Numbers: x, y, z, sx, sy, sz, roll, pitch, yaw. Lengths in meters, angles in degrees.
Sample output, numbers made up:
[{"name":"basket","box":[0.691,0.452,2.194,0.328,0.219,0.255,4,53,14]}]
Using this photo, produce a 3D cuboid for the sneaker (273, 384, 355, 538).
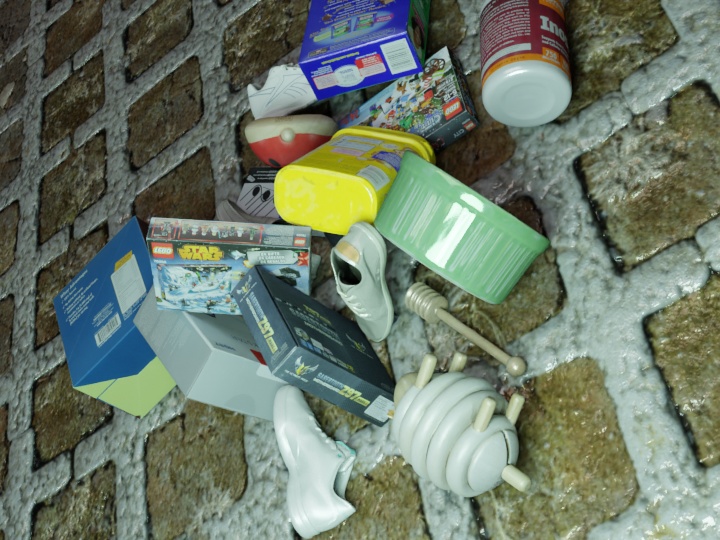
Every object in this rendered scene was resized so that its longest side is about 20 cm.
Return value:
[{"name":"sneaker","box":[-0.050,0.223,1.338,0.088,0.075,0.201,-24,55,13]}]

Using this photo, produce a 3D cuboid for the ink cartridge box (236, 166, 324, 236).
[{"name":"ink cartridge box","box":[-0.101,-0.103,1.605,0.199,0.044,0.095,4,68,44]}]

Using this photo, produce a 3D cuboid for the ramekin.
[{"name":"ramekin","box":[0.112,-0.047,1.267,0.098,0.199,0.200,-57,41,6]}]

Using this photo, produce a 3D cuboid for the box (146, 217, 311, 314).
[{"name":"box","box":[-0.160,-0.002,1.365,0.198,0.137,0.040,4,49,0]}]

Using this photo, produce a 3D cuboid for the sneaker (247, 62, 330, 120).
[{"name":"sneaker","box":[-0.098,-0.285,1.677,0.199,0.074,0.088,-23,93,27]}]

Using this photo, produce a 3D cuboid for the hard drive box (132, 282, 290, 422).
[{"name":"hard drive box","box":[-0.193,0.106,1.463,0.077,0.155,0.200,-59,42,10]}]

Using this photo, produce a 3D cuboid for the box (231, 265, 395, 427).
[{"name":"box","box":[-0.050,0.092,1.315,0.051,0.200,0.158,-47,42,12]}]

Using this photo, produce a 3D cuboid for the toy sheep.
[{"name":"toy sheep","box":[0.107,0.172,1.174,0.138,0.138,0.200,-53,47,1]}]

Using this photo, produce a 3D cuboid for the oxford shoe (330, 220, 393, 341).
[{"name":"oxford shoe","box":[-0.001,0.022,1.326,0.075,0.201,0.058,35,62,28]}]

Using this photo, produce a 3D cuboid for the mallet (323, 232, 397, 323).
[{"name":"mallet","box":[0.000,0.000,1.456,0.066,0.041,0.201,-33,50,22]}]

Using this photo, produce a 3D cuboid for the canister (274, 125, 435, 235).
[{"name":"canister","box":[-0.006,-0.116,1.393,0.147,0.200,0.087,12,114,20]}]

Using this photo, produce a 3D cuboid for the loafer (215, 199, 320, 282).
[{"name":"loafer","box":[-0.130,-0.047,1.555,0.200,0.070,0.070,40,101,28]}]

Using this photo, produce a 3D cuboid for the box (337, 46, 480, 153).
[{"name":"box","box":[0.063,-0.207,1.529,0.199,0.038,0.137,-32,46,23]}]

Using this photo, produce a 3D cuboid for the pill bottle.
[{"name":"pill bottle","box":[0.209,-0.293,1.397,0.112,0.113,0.201,-21,52,31]}]

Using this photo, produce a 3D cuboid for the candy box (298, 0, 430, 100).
[{"name":"candy box","box":[0.009,-0.352,1.588,0.168,0.077,0.201,-12,43,19]}]

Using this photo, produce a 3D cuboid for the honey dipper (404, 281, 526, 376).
[{"name":"honey dipper","box":[0.124,0.072,1.293,0.038,0.038,0.200,-53,44,1]}]

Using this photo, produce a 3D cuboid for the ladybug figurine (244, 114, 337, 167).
[{"name":"ladybug figurine","box":[-0.100,-0.188,1.588,0.134,0.200,0.073,-3,97,4]}]

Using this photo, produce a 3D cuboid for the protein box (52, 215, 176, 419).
[{"name":"protein box","box":[-0.335,0.069,1.638,0.198,0.135,0.200,-43,43,12]}]
